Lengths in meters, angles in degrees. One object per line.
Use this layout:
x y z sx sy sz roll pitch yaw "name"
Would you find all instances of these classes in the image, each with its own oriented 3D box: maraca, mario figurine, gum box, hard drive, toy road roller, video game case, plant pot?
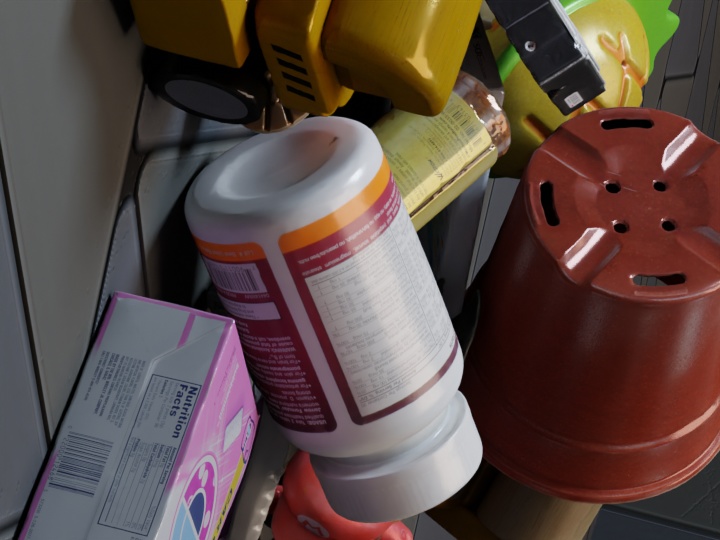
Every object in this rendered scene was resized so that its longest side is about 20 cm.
0.140 -0.133 1.805 0.200 0.107 0.137 -35 152 -28 "maraca"
-0.025 0.171 1.677 0.200 0.123 0.106 92 -19 -71 "mario figurine"
-0.112 0.118 1.371 0.114 0.066 0.200 80 26 -61 "gum box"
0.077 -0.191 1.651 0.038 0.200 0.140 -33 170 6 "hard drive"
-0.021 -0.145 1.296 0.200 0.146 0.123 73 33 -68 "toy road roller"
0.062 0.110 1.878 0.146 0.200 0.123 14 108 -53 "toy road roller"
0.050 -0.094 1.774 0.182 0.022 0.200 -104 -162 -46 "video game case"
0.160 0.012 1.752 0.195 0.201 0.201 100 10 -54 "plant pot"

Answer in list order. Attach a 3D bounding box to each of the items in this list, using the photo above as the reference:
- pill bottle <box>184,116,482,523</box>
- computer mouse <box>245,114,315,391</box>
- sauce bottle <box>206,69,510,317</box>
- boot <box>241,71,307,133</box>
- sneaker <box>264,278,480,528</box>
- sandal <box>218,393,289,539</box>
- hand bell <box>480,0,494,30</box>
-0.010 0.028 1.475 0.200 0.109 0.110 68 29 -26 "pill bottle"
-0.046 -0.021 1.619 0.059 0.034 0.200 -136 -130 -76 "computer mouse"
-0.003 -0.035 1.567 0.200 0.066 0.066 -39 152 -22 "sauce bottle"
-0.024 -0.156 1.467 0.107 0.075 0.200 80 25 -74 "boot"
0.006 0.091 1.770 0.200 0.060 0.104 -39 -142 47 "sneaker"
-0.086 0.148 1.579 0.082 0.050 0.203 -86 -165 -62 "sandal"
0.072 -0.140 1.869 0.104 0.104 0.200 -37 142 -72 "hand bell"
